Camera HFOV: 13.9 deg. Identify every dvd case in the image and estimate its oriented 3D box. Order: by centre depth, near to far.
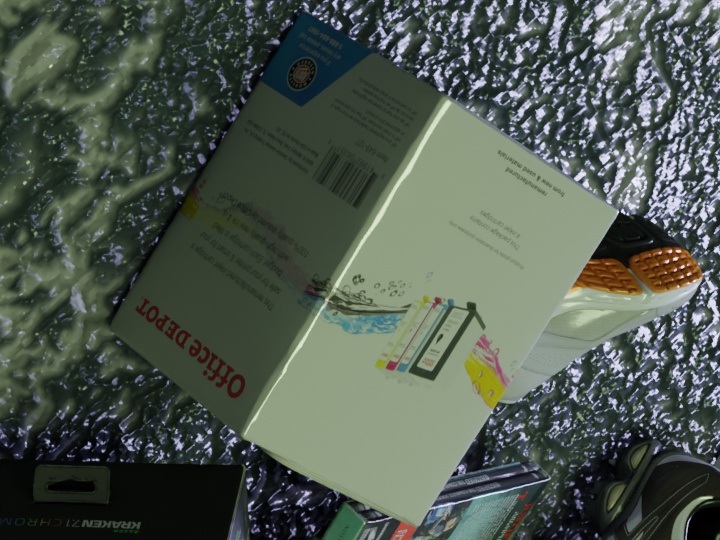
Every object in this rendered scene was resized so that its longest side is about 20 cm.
[{"bbox_3d":[0.017,0.177,1.652,0.200,0.022,0.146,-6,132,-55],"label":"dvd case"}]

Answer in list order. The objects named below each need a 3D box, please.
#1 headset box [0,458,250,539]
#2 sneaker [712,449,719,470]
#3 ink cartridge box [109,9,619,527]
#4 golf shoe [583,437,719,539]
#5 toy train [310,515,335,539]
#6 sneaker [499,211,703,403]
[{"bbox_3d":[-0.145,0.193,1.522,0.173,0.093,0.201,0,117,5],"label":"headset box"},{"bbox_3d":[0.238,0.168,1.821,0.200,0.090,0.070,-42,129,-9],"label":"sneaker"},{"bbox_3d":[0.000,0.000,1.542,0.144,0.147,0.200,30,94,-40],"label":"ink cartridge box"},{"bbox_3d":[0.162,0.196,1.745,0.078,0.094,0.201,45,65,-52],"label":"golf shoe"},{"bbox_3d":[-0.058,0.215,1.678,0.200,0.042,0.056,-46,118,-8],"label":"toy train"},{"bbox_3d":[0.104,0.028,1.687,0.199,0.076,0.092,-13,139,-31],"label":"sneaker"}]
